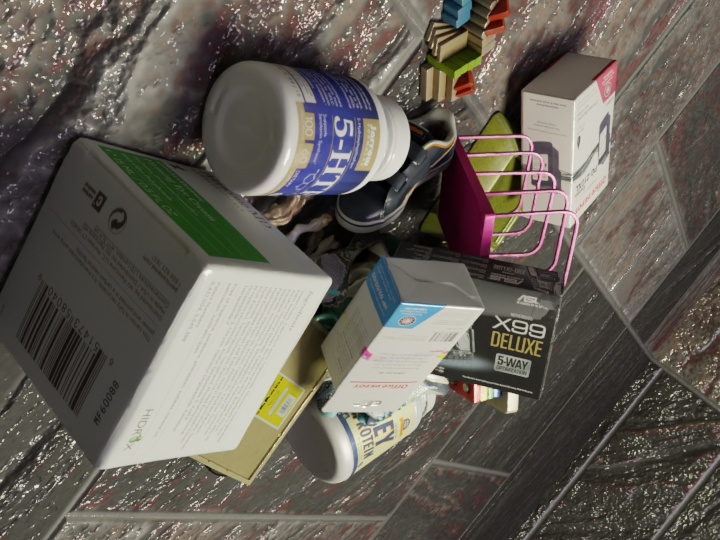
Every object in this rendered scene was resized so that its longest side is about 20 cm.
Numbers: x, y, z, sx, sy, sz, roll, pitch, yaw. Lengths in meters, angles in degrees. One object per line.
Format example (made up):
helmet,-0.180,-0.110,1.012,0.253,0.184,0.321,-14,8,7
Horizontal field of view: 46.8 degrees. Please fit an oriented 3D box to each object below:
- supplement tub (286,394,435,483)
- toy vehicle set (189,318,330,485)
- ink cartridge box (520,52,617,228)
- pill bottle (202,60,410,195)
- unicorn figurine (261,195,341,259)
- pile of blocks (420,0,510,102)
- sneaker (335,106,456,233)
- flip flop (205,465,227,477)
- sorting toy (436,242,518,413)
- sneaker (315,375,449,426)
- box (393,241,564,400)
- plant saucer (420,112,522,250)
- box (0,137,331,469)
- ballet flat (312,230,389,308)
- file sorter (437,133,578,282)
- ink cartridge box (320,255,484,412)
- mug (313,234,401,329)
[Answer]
supplement tub,0.000,0.202,1.222,0.199,0.145,0.146,-28,144,-34
toy vehicle set,-0.109,0.137,0.943,0.201,0.026,0.124,-54,140,-9
ink cartridge box,0.295,-0.185,1.187,0.145,0.084,0.202,-42,137,-38
pill bottle,-0.044,-0.134,0.815,0.199,0.120,0.121,-8,130,-50
unicorn figurine,-0.085,-0.005,0.964,0.137,0.074,0.201,-42,133,-14
pile of blocks,0.128,-0.276,0.947,0.082,0.062,0.201,-17,136,-44
sneaker,0.043,-0.127,0.984,0.200,0.078,0.080,-44,157,-33
flip flop,-0.134,0.187,1.102,0.201,0.081,0.058,-53,167,8
sorting toy,0.142,0.080,1.187,0.069,0.198,0.202,-7,105,-24
sneaker,0.027,0.168,1.131,0.198,0.078,0.087,6,80,-20
box,0.132,0.060,0.993,0.050,0.198,0.159,-62,160,-51
plant saucer,0.200,-0.113,1.241,0.201,0.048,0.199,-57,150,10
box,-0.176,0.029,0.734,0.171,0.199,0.201,9,116,-57
ballet flat,0.000,0.000,0.976,0.200,0.072,0.073,-33,152,-62
file sorter,0.184,-0.072,1.062,0.124,0.201,0.140,-4,128,-8
ink cartridge box,0.034,0.077,0.934,0.114,0.068,0.201,5,136,-32
mug,0.030,0.058,1.133,0.186,0.114,0.152,-52,150,2
